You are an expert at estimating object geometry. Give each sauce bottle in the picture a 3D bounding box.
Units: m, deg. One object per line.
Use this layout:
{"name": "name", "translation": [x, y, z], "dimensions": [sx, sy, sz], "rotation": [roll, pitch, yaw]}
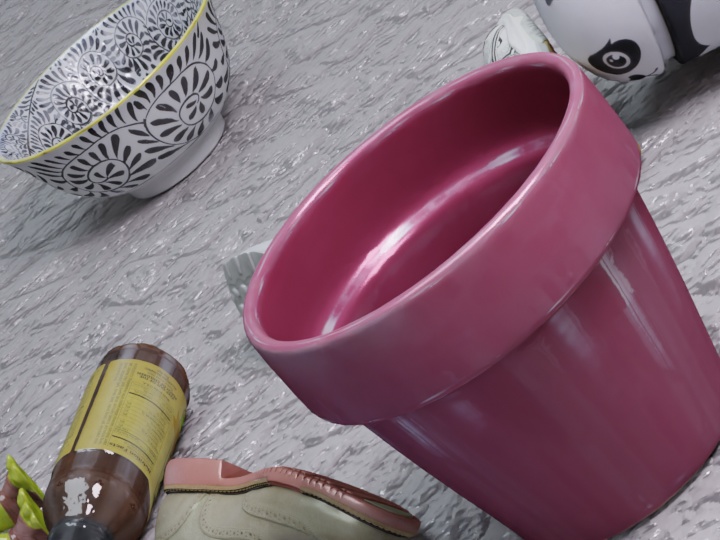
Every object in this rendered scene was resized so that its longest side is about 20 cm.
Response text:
{"name": "sauce bottle", "translation": [-0.150, 0.124, 1.753], "dimensions": [0.065, 0.065, 0.200], "rotation": [-27, 25, 29]}

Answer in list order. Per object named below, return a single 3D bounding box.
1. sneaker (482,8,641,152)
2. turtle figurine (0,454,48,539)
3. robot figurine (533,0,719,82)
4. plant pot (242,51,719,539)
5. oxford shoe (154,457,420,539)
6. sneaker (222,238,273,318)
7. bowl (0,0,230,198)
{"name": "sneaker", "translation": [0.091, -0.090, 1.750], "dimensions": [0.088, 0.076, 0.200], "rotation": [-39, 21, 4]}
{"name": "turtle figurine", "translation": [-0.261, 0.187, 1.813], "dimensions": [0.161, 0.064, 0.200], "rotation": [-32, 14, 1]}
{"name": "robot figurine", "translation": [0.192, -0.187, 1.691], "dimensions": [0.200, 0.150, 0.125], "rotation": [-27, 34, 2]}
{"name": "plant pot", "translation": [0.075, 0.027, 1.418], "dimensions": [0.200, 0.179, 0.200], "rotation": [-34, 23, 17]}
{"name": "oxford shoe", "translation": [-0.040, 0.143, 1.564], "dimensions": [0.200, 0.071, 0.074], "rotation": [-2, 69, 56]}
{"name": "sneaker", "translation": [0.000, 0.000, 1.754], "dimensions": [0.200, 0.076, 0.080], "rotation": [-6, 29, 48]}
{"name": "bowl", "translation": [-0.161, -0.115, 2.182], "dimensions": [0.201, 0.094, 0.201], "rotation": [-33, 23, 16]}
